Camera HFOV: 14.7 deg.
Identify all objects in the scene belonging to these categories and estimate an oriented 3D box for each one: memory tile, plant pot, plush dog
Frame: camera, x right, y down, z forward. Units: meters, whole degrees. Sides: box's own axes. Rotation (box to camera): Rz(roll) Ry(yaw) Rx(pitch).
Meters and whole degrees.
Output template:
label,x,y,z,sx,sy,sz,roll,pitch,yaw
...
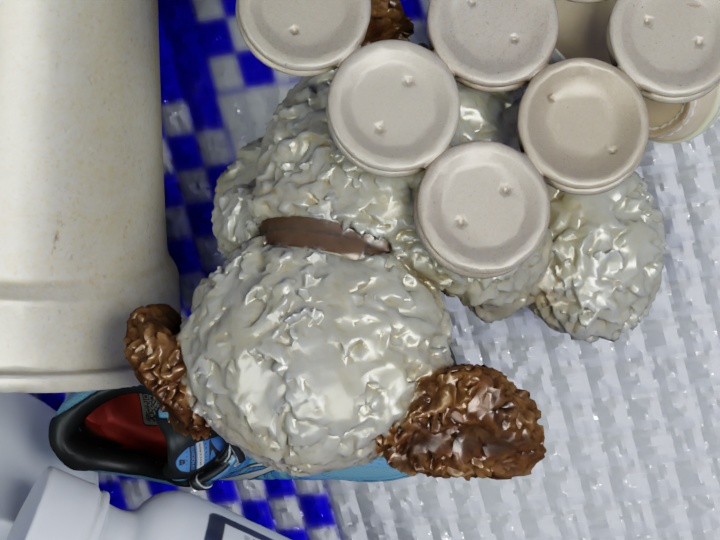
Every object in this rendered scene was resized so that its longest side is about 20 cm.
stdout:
label,x,y,z,sx,sy,sz,roll,pitch,yaw
memory tile,0.066,-0.108,1.040,0.200,0.017,0.153,-42,87,-12
plant pot,-0.158,-0.063,1.164,0.200,0.200,0.184,12,103,23
plush dog,0.000,0.000,1.074,0.199,0.172,0.161,8,153,24

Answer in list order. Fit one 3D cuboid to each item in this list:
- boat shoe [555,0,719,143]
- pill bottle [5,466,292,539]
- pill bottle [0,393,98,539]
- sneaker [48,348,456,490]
label,x,y,z,sx,sy,sz,roll,pitch,yaw
boat shoe,0.057,-0.118,1.087,0.200,0.065,0.072,44,123,6
pill bottle,-0.060,0.162,1.193,0.199,0.111,0.111,26,122,-9
pill bottle,-0.204,0.154,1.302,0.113,0.113,0.200,38,122,10
sneaker,-0.046,0.069,1.199,0.199,0.090,0.079,-5,107,28
